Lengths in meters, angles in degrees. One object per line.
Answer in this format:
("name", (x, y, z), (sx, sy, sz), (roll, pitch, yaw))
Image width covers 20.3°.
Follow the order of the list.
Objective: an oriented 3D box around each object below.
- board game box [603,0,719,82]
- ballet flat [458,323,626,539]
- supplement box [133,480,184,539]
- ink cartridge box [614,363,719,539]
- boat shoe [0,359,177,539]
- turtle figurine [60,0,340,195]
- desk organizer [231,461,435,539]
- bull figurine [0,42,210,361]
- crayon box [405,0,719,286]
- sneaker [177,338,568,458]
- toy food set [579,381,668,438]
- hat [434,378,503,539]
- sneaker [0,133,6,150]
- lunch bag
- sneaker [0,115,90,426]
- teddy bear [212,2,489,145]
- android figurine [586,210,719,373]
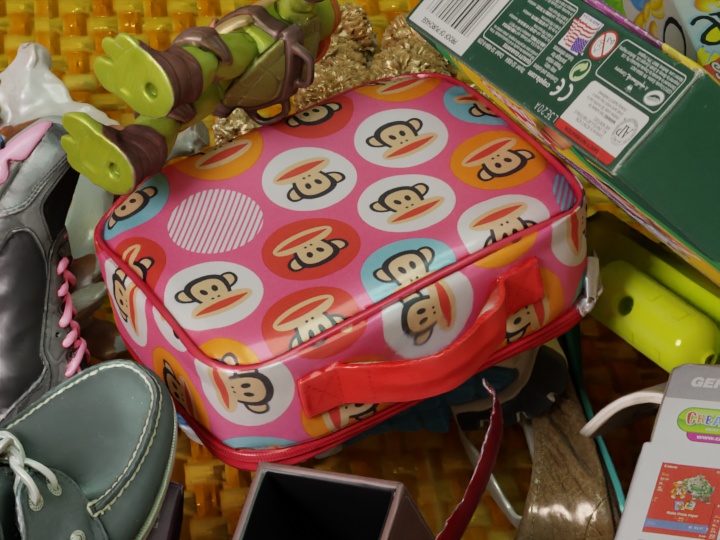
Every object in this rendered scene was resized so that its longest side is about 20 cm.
("board game box", (0.204, -0.130, 1.124), (0.103, 0.105, 0.200), (-6, 50, -13))
("ballet flat", (0.082, 0.062, 0.979), (0.072, 0.068, 0.200), (-11, 55, 4))
("supplement box", (-0.131, 0.187, 0.798), (0.086, 0.110, 0.200), (10, 49, 0))
("ink cartridge box", (0.201, 0.133, 0.780), (0.200, 0.084, 0.176), (5, 51, 24))
("boat shoe", (-0.133, 0.096, 0.761), (0.073, 0.062, 0.200), (29, 52, 16))
("turtle figurine", (-0.059, -0.090, 0.898), (0.064, 0.200, 0.161), (53, 47, -1))
("desk organizer", (-0.029, 0.183, 0.798), (0.072, 0.077, 0.200), (7, 61, 23))
("bull figurine", (-0.145, -0.033, 1.004), (0.121, 0.065, 0.200), (-14, 54, 22))
("crayon box", (0.130, -0.050, 0.869), (0.058, 0.173, 0.200), (-49, 32, 4))
("sneaker", (-0.002, 0.035, 0.962), (0.200, 0.075, 0.087), (-6, 43, 7))
("toy food set", (0.206, 0.115, 0.920), (0.200, 0.060, 0.144), (36, 16, 19))
("hat", (0.016, 0.190, 0.759), (0.166, 0.200, 0.176), (48, 22, -6))
("sneaker", (-0.246, -0.015, 0.934), (0.081, 0.199, 0.115), (36, 59, -26))
("lunch bag", (0.000, 0.000, 0.882), (0.200, 0.082, 0.176), (-25, 39, -18))
("sneaker", (-0.151, 0.031, 0.907), (0.095, 0.200, 0.079), (22, 5, 2))
("teddy bear", (-0.001, -0.080, 1.076), (0.145, 0.067, 0.200), (22, 49, 13))
("android figurine", (0.191, 0.036, 0.952), (0.182, 0.041, 0.200), (14, 19, -45))
